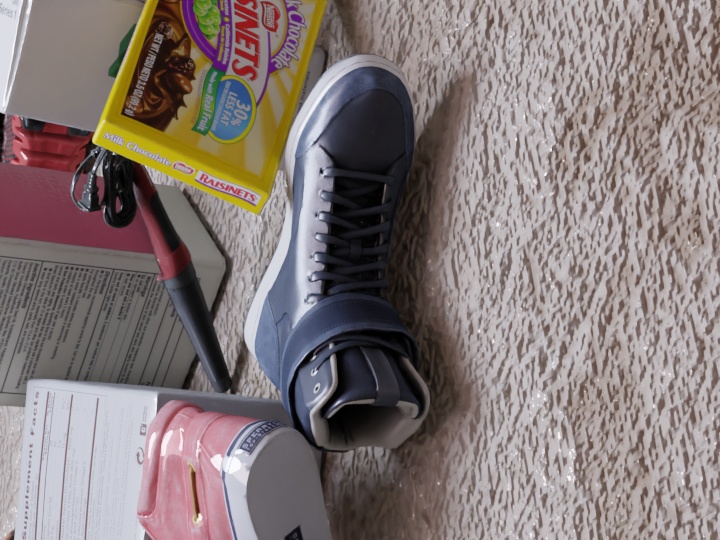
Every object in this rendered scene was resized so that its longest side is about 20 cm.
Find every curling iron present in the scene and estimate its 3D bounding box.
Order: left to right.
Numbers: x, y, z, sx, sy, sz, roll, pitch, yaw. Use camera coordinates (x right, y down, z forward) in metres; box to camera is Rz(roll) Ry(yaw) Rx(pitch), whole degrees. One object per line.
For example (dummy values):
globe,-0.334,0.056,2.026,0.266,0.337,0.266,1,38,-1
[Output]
curling iron,-0.123,0.001,1.157,0.025,0.050,0.201,29,152,46

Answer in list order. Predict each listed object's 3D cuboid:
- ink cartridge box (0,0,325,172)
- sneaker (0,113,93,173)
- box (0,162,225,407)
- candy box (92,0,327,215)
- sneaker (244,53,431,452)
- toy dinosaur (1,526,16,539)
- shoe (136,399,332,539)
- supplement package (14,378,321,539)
ink cartridge box,-0.146,-0.130,1.162,0.146,0.199,0.085,27,105,58
sneaker,-0.251,-0.095,1.465,0.098,0.070,0.201,-107,31,-51
box,-0.211,0.010,1.246,0.109,0.199,0.129,54,129,49
candy box,-0.079,-0.129,1.076,0.026,0.102,0.201,-50,20,47
sneaker,0.001,0.001,1.000,0.146,0.076,0.204,-120,40,-56
toy dinosaur,-0.184,0.239,1.214,0.086,0.200,0.135,-52,30,-15
shoe,-0.062,0.165,1.029,0.091,0.071,0.202,13,122,41
supplement package,-0.122,0.131,1.155,0.200,0.116,0.118,-1,84,60
